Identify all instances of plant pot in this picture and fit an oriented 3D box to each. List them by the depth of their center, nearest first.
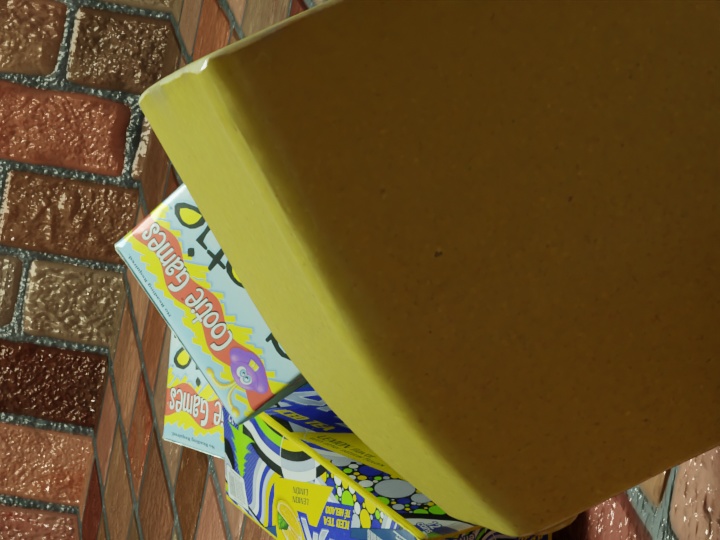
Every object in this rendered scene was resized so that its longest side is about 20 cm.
[{"bbox_3d":[0.056,-0.017,1.076,0.200,0.194,0.195,66,170,-5],"label":"plant pot"}]

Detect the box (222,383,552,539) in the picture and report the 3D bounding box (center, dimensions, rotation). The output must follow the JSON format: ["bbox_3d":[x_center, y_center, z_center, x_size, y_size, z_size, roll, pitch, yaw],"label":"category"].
[{"bbox_3d":[0.009,0.107,1.375,0.200,0.070,0.064,33,130,55],"label":"box"}]

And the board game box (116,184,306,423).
[{"bbox_3d":[0.002,-0.035,1.347,0.200,0.103,0.105,-40,-7,39],"label":"board game box"}]

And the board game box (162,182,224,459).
[{"bbox_3d":[-0.034,0.003,1.663,0.103,0.105,0.200,14,104,40],"label":"board game box"}]
